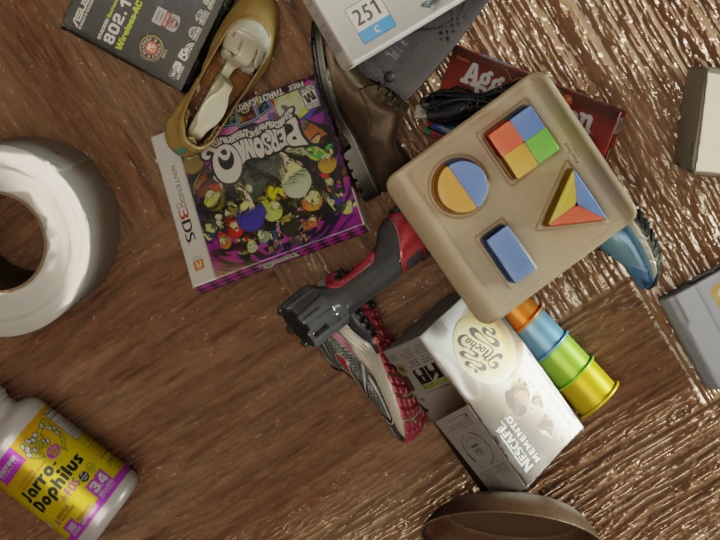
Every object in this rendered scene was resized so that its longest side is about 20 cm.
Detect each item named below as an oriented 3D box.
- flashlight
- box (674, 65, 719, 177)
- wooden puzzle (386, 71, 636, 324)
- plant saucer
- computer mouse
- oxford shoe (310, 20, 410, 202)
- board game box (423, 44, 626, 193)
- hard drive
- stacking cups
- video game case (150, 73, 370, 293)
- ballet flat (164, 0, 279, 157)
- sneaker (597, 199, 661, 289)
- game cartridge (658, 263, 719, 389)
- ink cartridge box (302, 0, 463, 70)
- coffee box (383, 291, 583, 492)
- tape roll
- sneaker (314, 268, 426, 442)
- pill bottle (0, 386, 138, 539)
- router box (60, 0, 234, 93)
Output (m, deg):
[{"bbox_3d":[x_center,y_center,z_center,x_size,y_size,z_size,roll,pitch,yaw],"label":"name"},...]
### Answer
[{"bbox_3d":[0.000,0.000,1.536,0.199,0.068,0.068,-36,99,-23],"label":"flashlight"},{"bbox_3d":[0.437,-0.147,1.500,0.198,0.128,0.110,7,99,2],"label":"box"},{"bbox_3d":[0.154,-0.071,1.467,0.199,0.046,0.186,-35,97,3],"label":"wooden puzzle"},{"bbox_3d":[0.164,0.278,1.571,0.198,0.201,0.037,7,64,3],"label":"plant saucer"},{"bbox_3d":[0.124,-0.092,1.521,0.137,0.053,0.202,0,101,29],"label":"computer mouse"},{"bbox_3d":[0.005,-0.180,1.524,0.084,0.073,0.201,-21,111,8],"label":"oxford shoe"},{"bbox_3d":[0.170,-0.155,1.529,0.199,0.019,0.104,25,104,22],"label":"board game box"},{"bbox_3d":[0.052,-0.286,1.545,0.135,0.042,0.200,38,100,-3],"label":"hard drive"},{"bbox_3d":[0.196,0.069,1.590,0.060,0.061,0.200,-42,89,9],"label":"stacking cups"},{"bbox_3d":[-0.109,-0.093,1.557,0.198,0.036,0.183,-19,74,7],"label":"video game case"},{"bbox_3d":[-0.137,-0.206,1.537,0.068,0.063,0.201,30,84,-21],"label":"ballet flat"},{"bbox_3d":[0.246,-0.056,1.562,0.090,0.078,0.200,-41,85,18],"label":"sneaker"},{"bbox_3d":[0.442,0.040,1.576,0.199,0.042,0.134,-30,92,7],"label":"game cartridge"},{"bbox_3d":[0.024,-0.329,1.470,0.199,0.045,0.177,-32,94,-11],"label":"ink cartridge box"},{"bbox_3d":[0.133,0.129,1.560,0.113,0.080,0.201,-38,96,-35],"label":"coffee box"},{"bbox_3d":[-0.371,-0.040,1.561,0.201,0.139,0.205,1,99,4],"label":"tape roll"},{"bbox_3d":[0.005,0.099,1.593,0.074,0.080,0.201,-34,82,24],"label":"sneaker"},{"bbox_3d":[-0.353,0.213,1.616,0.199,0.104,0.105,37,99,-2],"label":"pill bottle"},{"bbox_3d":[-0.209,-0.312,1.547,0.149,0.062,0.201,27,99,0],"label":"router box"}]
